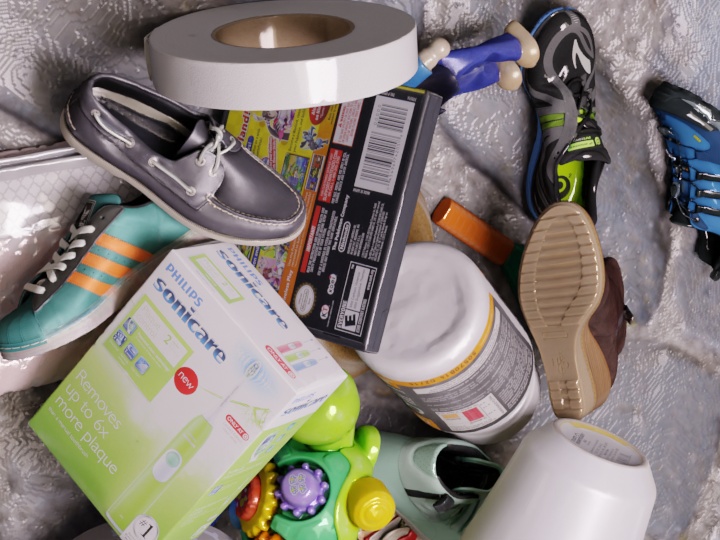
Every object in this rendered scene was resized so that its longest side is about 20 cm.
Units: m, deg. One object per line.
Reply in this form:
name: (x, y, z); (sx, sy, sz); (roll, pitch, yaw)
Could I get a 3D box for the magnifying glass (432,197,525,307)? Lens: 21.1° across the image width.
magnifying glass: (0.140, -0.006, 1.694); (0.200, 0.022, 0.080); (32, 92, -33)

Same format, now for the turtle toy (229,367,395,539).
turtle toy: (-0.043, 0.169, 1.558); (0.101, 0.146, 0.200); (14, 107, -25)

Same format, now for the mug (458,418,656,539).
mug: (0.156, 0.197, 1.573); (0.149, 0.187, 0.154); (12, 108, -32)

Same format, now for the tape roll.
tape roll: (-0.058, -0.162, 1.434); (0.202, 0.203, 0.037); (-13, 113, -22)

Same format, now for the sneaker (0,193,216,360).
sneaker: (-0.201, -0.012, 1.457); (0.200, 0.071, 0.080); (-37, 110, -20)

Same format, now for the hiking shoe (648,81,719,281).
hiking shoe: (0.306, -0.079, 1.717); (0.087, 0.074, 0.200); (-44, 121, -7)

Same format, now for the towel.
towel: (-0.217, -0.008, 1.508); (0.199, 0.032, 0.192); (-13, 113, -21)

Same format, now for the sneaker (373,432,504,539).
sneaker: (0.093, 0.198, 1.660); (0.200, 0.118, 0.074); (31, 68, -39)

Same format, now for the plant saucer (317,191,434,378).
plant saucer: (0.000, 0.000, 1.576); (0.200, 0.035, 0.201); (-17, 114, -43)

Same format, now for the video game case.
video game case: (-0.041, -0.055, 1.482); (0.025, 0.180, 0.201); (11, 93, -59)

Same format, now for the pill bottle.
pill bottle: (0.074, 0.065, 1.554); (0.116, 0.116, 0.200); (-48, 148, -4)

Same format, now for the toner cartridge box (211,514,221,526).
toner cartridge box: (-0.114, 0.125, 1.586); (0.200, 0.043, 0.095); (-52, 134, -2)

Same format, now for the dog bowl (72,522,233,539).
dog bowl: (-0.172, 0.278, 1.574); (0.199, 0.059, 0.200); (-5, 131, -6)

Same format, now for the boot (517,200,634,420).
boot: (0.188, 0.016, 1.643); (0.072, 0.166, 0.201); (3, 112, 19)

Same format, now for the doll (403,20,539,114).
doll: (0.049, -0.144, 1.547); (0.200, 0.137, 0.049); (-26, 76, -27)

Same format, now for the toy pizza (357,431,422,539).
toy pizza: (-0.002, 0.238, 1.699); (0.200, 0.032, 0.201); (-9, 111, -24)

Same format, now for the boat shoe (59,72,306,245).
boat shoe: (-0.126, -0.083, 1.427); (0.200, 0.063, 0.073); (28, 58, -7)

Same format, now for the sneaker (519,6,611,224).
sneaker: (0.181, -0.125, 1.633); (0.071, 0.083, 0.200); (-13, 113, -24)

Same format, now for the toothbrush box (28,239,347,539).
toothbrush box: (-0.133, 0.098, 1.464); (0.200, 0.146, 0.086); (-47, 166, 23)
